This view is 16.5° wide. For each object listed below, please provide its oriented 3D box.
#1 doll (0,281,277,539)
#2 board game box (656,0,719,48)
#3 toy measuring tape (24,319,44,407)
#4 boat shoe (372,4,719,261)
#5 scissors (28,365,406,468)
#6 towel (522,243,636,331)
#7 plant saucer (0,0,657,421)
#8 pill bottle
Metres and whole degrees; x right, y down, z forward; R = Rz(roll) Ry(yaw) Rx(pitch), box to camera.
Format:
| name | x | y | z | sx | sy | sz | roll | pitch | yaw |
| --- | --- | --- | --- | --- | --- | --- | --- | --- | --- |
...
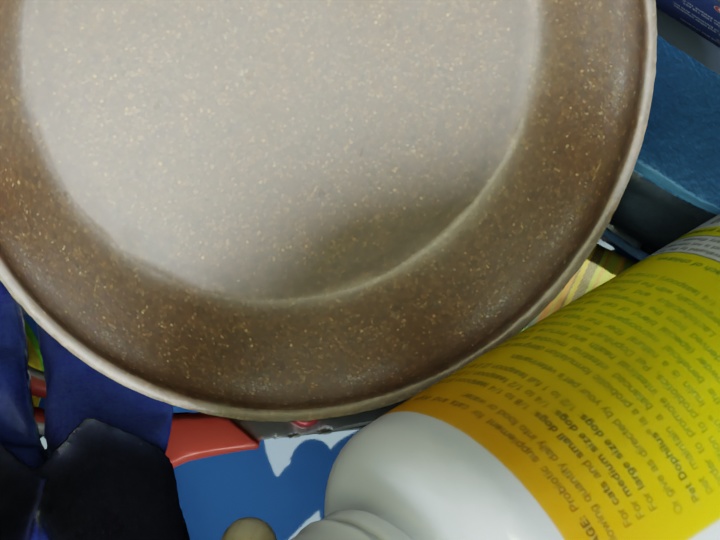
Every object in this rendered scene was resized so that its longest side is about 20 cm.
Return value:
| name | x | y | z | sx | sy | sz | roll | pitch | yaw |
| --- | --- | --- | --- | --- | --- | --- | --- | --- | --- |
| doll | -0.092 | 0.071 | 0.688 | 0.136 | 0.049 | 0.201 | -8 | 63 | -4 |
| board game box | 0.185 | -0.139 | 0.761 | 0.200 | 0.062 | 0.200 | 35 | 83 | 10 |
| toy measuring tape | -0.150 | 0.065 | 0.797 | 0.073 | 0.074 | 0.201 | 25 | 109 | 2 |
| boat shoe | 0.036 | -0.057 | 0.760 | 0.200 | 0.069 | 0.084 | 39 | 53 | -6 |
| scissors | -0.030 | 0.050 | 0.766 | 0.199 | 0.014 | 0.074 | 12 | 78 | -14 |
| towel | 0.000 | 0.000 | 0.805 | 0.199 | 0.018 | 0.086 | 27 | 89 | 2 |
| plant saucer | -0.018 | -0.059 | 0.682 | 0.199 | 0.037 | 0.202 | -4 | 107 | -14 |
| pill bottle | 0.067 | 0.067 | 0.684 | 0.199 | 0.109 | 0.110 | -29 | 90 | -29 |
